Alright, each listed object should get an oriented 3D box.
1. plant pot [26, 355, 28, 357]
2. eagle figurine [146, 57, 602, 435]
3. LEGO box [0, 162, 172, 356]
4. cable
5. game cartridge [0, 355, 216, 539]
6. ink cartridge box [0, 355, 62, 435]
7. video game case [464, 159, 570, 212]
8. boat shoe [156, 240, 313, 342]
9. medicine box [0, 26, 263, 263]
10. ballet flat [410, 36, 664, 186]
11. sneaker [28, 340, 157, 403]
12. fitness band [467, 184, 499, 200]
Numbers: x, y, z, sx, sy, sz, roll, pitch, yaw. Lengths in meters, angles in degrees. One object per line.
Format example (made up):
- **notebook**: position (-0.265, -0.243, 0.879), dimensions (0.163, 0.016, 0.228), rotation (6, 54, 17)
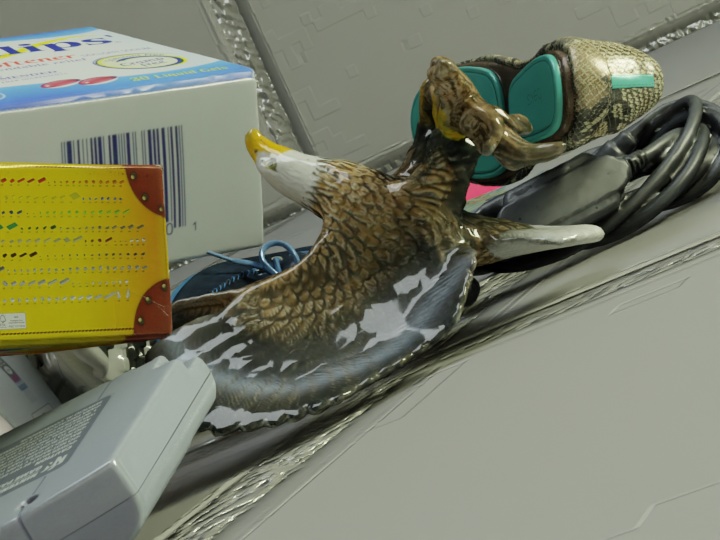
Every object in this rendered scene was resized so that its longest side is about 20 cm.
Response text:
- **plant pot**: position (-0.252, 0.087, 1.224), dimensions (0.140, 0.142, 0.200), rotation (-24, 9, 15)
- **eagle figurine**: position (-0.005, -0.004, 1.013), dimensions (0.151, 0.151, 0.201), rotation (29, -84, -48)
- **LEGO box**: position (-0.202, -0.001, 0.941), dimensions (0.199, 0.078, 0.148), rotation (-1, -4, -42)
- **cable**: position (0.112, -0.033, 1.165), dimensions (0.199, 0.051, 0.163), rotation (-30, 0, -16)
- **game cartridge**: position (-0.157, 0.107, 0.896), dimensions (0.199, 0.041, 0.133), rotation (-26, 11, 21)
- **ink cartridge box**: position (-0.225, 0.046, 1.069), dimensions (0.057, 0.201, 0.163), rotation (-33, 2, 17)
- **video game case**: position (0.083, -0.032, 1.426), dimensions (0.199, 0.022, 0.182), rotation (-22, 6, 45)
- **boat shoe**: position (-0.040, 0.014, 1.202), dimensions (0.068, 0.085, 0.200), rotation (-19, 9, 29)
- **medicine box**: position (-0.181, -0.066, 1.233), dimensions (0.181, 0.104, 0.199), rotation (-12, 19, -33)
- **ballet flat**: position (0.094, -0.080, 1.115), dimensions (0.075, 0.069, 0.200), rotation (-5, -1, -21)
- **sneaker**: position (-0.141, 0.042, 1.156), dimensions (0.080, 0.076, 0.200), rotation (-6, -16, 8)
- **fitness band**: position (0.033, -0.032, 1.651), dimensions (0.143, 0.038, 0.200), rotation (-31, 5, -25)
